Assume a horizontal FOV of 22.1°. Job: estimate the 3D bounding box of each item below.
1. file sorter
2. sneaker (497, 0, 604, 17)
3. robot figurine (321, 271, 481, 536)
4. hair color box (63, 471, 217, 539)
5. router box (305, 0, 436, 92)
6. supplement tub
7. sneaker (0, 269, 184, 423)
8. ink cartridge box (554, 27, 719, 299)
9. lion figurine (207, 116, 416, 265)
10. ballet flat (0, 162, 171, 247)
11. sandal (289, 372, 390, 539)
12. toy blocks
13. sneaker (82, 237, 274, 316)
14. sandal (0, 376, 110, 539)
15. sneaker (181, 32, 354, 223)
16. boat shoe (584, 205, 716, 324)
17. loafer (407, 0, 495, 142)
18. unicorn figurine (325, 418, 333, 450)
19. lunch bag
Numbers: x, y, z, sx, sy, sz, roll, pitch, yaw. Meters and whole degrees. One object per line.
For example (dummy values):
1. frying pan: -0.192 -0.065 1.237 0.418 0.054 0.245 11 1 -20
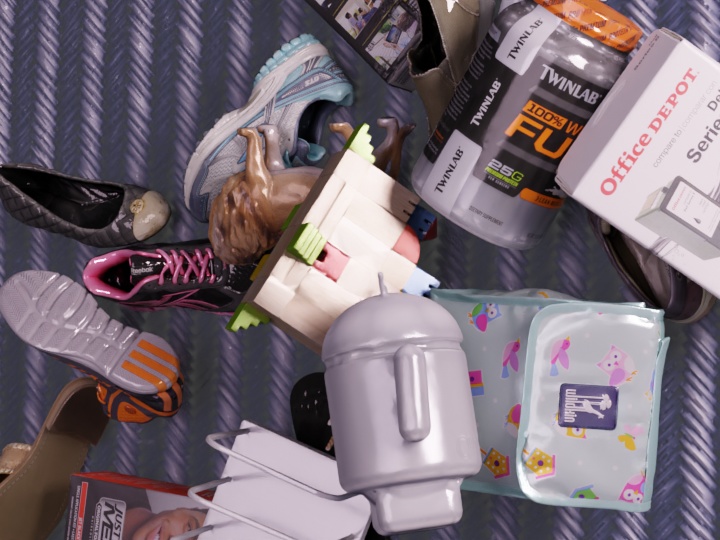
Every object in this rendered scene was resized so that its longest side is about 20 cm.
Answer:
1. file sorter: -0.091 0.247 1.556 0.138 0.124 0.201 22 95 16
2. sneaker: 0.177 -0.243 1.529 0.071 0.073 0.200 32 101 35
3. robot figurine: 0.031 0.104 1.443 0.113 0.170 0.201 -6 80 -10
4. hair color box: -0.177 0.249 1.697 0.199 0.061 0.102 6 89 27
5. router box: 0.049 -0.281 1.613 0.149 0.051 0.200 47 108 24
6. supplement tub: 0.136 -0.128 1.478 0.122 0.122 0.200 36 108 25
7. sneaker: -0.250 0.082 1.706 0.200 0.112 0.078 32 63 19
8. ink cartridge box: 0.272 -0.068 1.404 0.200 0.084 0.146 33 100 -10
9. lion figurine: -0.043 -0.067 1.601 0.199 0.072 0.123 -2 98 21
10. ballet flat: -0.269 -0.064 1.762 0.199 0.057 0.067 8 61 28
11. sandal: -0.028 0.188 1.629 0.075 0.045 0.201 -21 77 24
12. toy blocks: 0.000 0.000 1.534 0.137 0.100 0.200 33 79 -12
13. sneaker: -0.167 0.002 1.689 0.199 0.095 0.079 -7 81 27
14. sandal: -0.314 0.187 1.785 0.212 0.078 0.070 -57 33 6
15. sneaker: -0.083 -0.114 1.662 0.086 0.078 0.200 44 107 20
16. boat shoe: 0.220 -0.047 1.500 0.072 0.065 0.200 -33 71 25
17. loafer: 0.068 -0.165 1.554 0.075 0.069 0.201 -143 48 -58
18. unicorn figurine: 0.001 0.051 1.614 0.137 0.074 0.200 -44 49 16
19. lunch bag: 0.153 0.101 1.484 0.200 0.122 0.171 6 92 40
